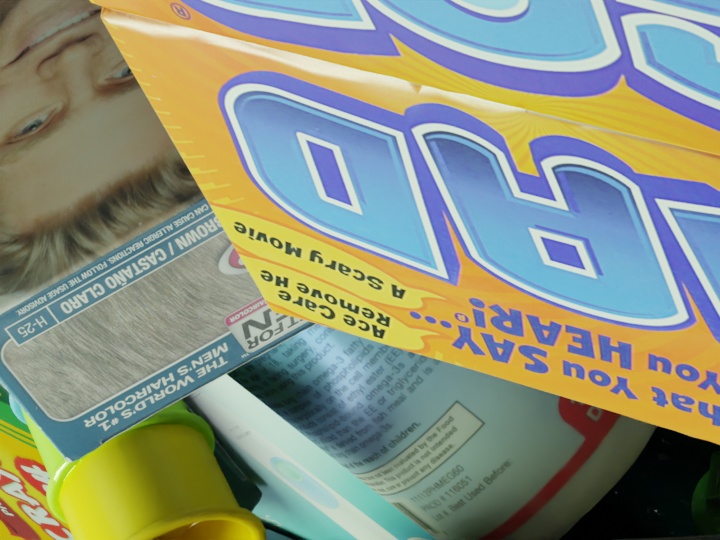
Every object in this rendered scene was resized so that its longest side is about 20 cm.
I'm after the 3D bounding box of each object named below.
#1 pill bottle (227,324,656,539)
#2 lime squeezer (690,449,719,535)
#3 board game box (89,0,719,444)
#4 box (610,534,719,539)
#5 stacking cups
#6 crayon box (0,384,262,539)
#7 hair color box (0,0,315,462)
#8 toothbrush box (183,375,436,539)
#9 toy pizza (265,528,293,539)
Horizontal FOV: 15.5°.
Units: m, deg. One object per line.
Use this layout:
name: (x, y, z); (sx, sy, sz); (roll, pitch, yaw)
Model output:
pill bottle: (0.000, 0.000, 0.870); (0.200, 0.109, 0.109); (39, 154, -13)
lime squeezer: (0.154, 0.082, 0.925); (0.070, 0.038, 0.200); (28, 154, 10)
board game box: (0.076, -0.103, 0.488); (0.200, 0.200, 0.200); (16, 150, 33)
box: (0.067, 0.122, 0.877); (0.199, 0.044, 0.160); (-2, 166, -13)
stacking cups: (-0.096, 0.023, 0.869); (0.200, 0.060, 0.061); (60, 173, 35)
crayon box: (-0.147, 0.052, 1.005); (0.200, 0.051, 0.127); (8, 145, 46)
hair color box: (-0.073, -0.050, 0.753); (0.061, 0.100, 0.200); (56, -173, -41)
toothbrush box: (-0.033, 0.039, 1.005); (0.200, 0.085, 0.146); (40, 155, -12)
toy pizza: (-0.017, 0.163, 1.080); (0.200, 0.032, 0.200); (26, 157, 12)
